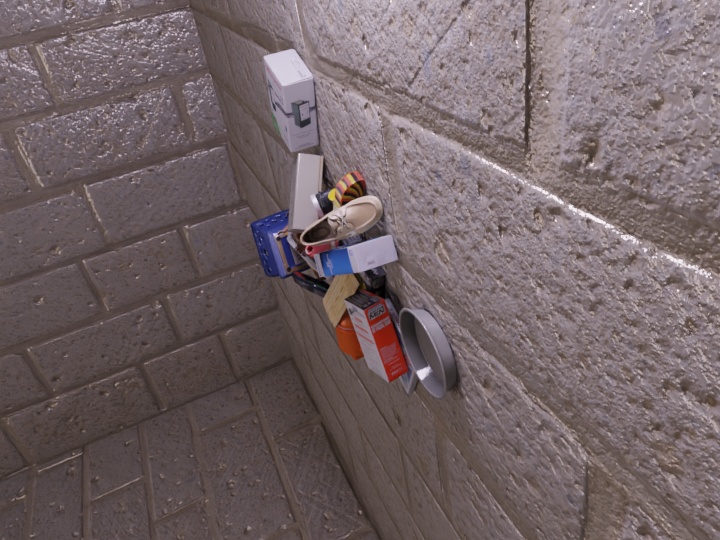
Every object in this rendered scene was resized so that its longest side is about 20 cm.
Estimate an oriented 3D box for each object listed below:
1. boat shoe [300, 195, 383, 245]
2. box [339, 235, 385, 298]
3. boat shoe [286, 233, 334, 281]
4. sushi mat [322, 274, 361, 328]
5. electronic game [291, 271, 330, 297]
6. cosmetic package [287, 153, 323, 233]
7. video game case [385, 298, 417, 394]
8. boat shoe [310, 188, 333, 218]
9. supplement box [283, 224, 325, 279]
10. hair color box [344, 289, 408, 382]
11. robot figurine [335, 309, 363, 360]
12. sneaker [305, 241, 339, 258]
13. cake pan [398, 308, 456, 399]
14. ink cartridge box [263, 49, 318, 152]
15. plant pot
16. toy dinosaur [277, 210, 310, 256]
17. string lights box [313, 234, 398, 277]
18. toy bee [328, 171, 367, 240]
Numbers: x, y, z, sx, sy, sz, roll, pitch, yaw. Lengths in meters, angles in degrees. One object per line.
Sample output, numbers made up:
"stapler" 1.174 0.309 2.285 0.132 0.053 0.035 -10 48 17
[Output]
"boat shoe" -0.043 -0.100 1.200 0.073 0.199 0.065 67 -153 -6
"box" 0.000 0.000 1.424 0.162 0.049 0.201 93 152 -49
"boat shoe" -0.138 -0.051 1.655 0.200 0.057 0.069 44 -169 12
"sushi mat" -0.052 0.058 1.445 0.096 0.012 0.201 62 144 29
"electronic game" -0.123 0.050 1.725 0.042 0.199 0.200 -64 23 3
"cosmetic package" -0.150 -0.204 1.502 0.103 0.072 0.202 179 94 -74
"video game case" 0.094 0.193 1.390 0.201 0.023 0.183 94 152 -57
"boat shoe" -0.070 -0.147 1.446 0.200 0.060 0.076 51 -163 -71
"supplement box" -0.152 -0.069 1.727 0.201 0.069 0.066 56 -168 8
"hair color box" 0.038 0.156 1.338 0.111 0.064 0.202 24 137 61
"robot figurine" -0.013 0.156 1.548 0.144 0.115 0.202 -74 -20 -51
"sneaker" -0.099 -0.060 1.415 0.200 0.086 0.074 83 164 -67
"cake pan" 0.141 0.168 1.163 0.200 0.036 0.202 159 90 -75
"ink cartridge box" -0.175 -0.431 1.413 0.201 0.083 0.146 89 155 -50
"plant pot" -0.235 -0.089 1.877 0.179 0.198 0.202 24 133 61
"toy dinosaur" -0.148 -0.125 1.606 0.135 0.201 0.086 35 157 4
"string lights box" -0.015 -0.029 1.245 0.199 0.102 0.060 -7 100 60
"toy bee" -0.036 -0.123 1.278 0.131 0.108 0.202 42 149 57
